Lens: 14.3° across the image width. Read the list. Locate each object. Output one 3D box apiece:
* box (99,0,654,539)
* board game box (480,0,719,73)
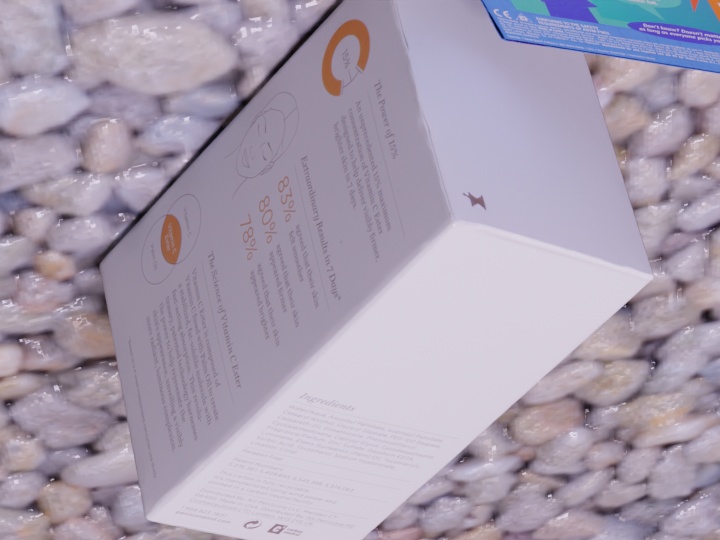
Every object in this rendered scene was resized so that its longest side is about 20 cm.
[{"bbox_3d":[0.000,0.000,1.084,0.097,0.125,0.200,15,137,-35],"label":"box"},{"bbox_3d":[0.086,-0.135,0.917,0.151,0.045,0.200,12,157,29],"label":"board game box"}]
